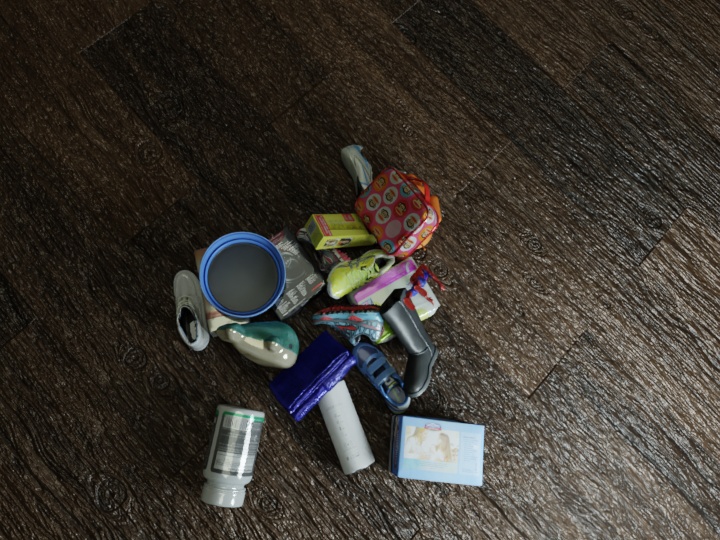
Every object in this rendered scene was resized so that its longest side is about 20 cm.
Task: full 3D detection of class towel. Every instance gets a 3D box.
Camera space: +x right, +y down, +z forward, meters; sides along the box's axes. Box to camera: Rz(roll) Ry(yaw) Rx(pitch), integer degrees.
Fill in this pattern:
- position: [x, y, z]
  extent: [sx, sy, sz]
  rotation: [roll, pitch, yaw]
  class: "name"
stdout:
- position: [-0.117, 0.238, 1.226]
  extent: [0.200, 0.050, 0.147]
  rotation: [-42, 41, -15]
  class: "towel"

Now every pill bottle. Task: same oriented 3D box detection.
- position: [-0.289, 0.412, 1.170]
  extent: [0.111, 0.113, 0.204]
  rotation: [11, 76, -3]
  class: "pill bottle"

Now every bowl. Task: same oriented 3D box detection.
- position: [-0.274, 0.012, 1.220]
  extent: [0.196, 0.039, 0.205]
  rotation: [3, 74, -11]
  class: "bowl"

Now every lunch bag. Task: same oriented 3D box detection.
- position: [0.093, -0.149, 1.254]
  extent: [0.176, 0.081, 0.201]
  rotation: [-45, 57, 20]
  class: "lunch bag"

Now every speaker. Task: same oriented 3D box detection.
- position: [-0.039, 0.365, 1.226]
  extent: [0.080, 0.081, 0.203]
  rotation: [-21, 79, -11]
  class: "speaker"

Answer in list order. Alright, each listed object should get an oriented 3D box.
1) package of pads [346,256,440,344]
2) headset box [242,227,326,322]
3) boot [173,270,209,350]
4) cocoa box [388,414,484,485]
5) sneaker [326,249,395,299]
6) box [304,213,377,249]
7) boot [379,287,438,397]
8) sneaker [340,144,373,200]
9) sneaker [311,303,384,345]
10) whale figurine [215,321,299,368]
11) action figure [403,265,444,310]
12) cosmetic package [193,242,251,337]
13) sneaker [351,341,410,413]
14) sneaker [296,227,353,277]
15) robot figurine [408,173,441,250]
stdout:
- position: [0.085, 0.080, 1.316]
  extent: [0.198, 0.068, 0.156]
  rotation: [-29, 81, -12]
  class: "package of pads"
- position: [-0.195, 0.005, 1.298]
  extent: [0.148, 0.077, 0.201]
  rotation: [-37, 82, -14]
  class: "headset box"
- position: [-0.407, 0.087, 1.244]
  extent: [0.072, 0.096, 0.203]
  rotation: [-17, 79, -10]
  class: "boot"
- position: [0.174, 0.414, 1.212]
  extent: [0.196, 0.131, 0.136]
  rotation: [8, 75, -5]
  class: "cocoa box"
- position: [0.000, 0.000, 1.257]
  extent: [0.199, 0.076, 0.076]
  rotation: [-35, 105, -30]
  class: "sneaker"
- position: [-0.038, -0.100, 1.299]
  extent: [0.197, 0.050, 0.076]
  rotation: [-6, 58, -40]
  class: "box"
- position: [0.104, 0.165, 1.209]
  extent: [0.202, 0.065, 0.166]
  rotation: [63, 34, -26]
  class: "boot"
- position: [0.011, -0.242, 1.387]
  extent: [0.071, 0.072, 0.203]
  rotation: [-19, 82, -19]
  class: "sneaker"
- position: [-0.035, 0.135, 1.254]
  extent: [0.197, 0.079, 0.098]
  rotation: [-3, 98, 33]
  class: "sneaker"
- position: [-0.231, 0.155, 1.210]
  extent: [0.198, 0.158, 0.106]
  rotation: [31, 64, -31]
  class: "whale figurine"
- position: [0.155, 0.049, 1.217]
  extent: [0.099, 0.200, 0.065]
  rotation: [40, 110, -5]
  class: "action figure"
- position: [-0.333, 0.048, 1.266]
  extent: [0.101, 0.087, 0.204]
  rotation: [-14, 78, -12]
  class: "cosmetic package"
- position: [0.055, 0.254, 1.264]
  extent: [0.074, 0.082, 0.201]
  rotation: [-39, 82, -11]
  class: "sneaker"
- position: [-0.086, -0.032, 1.318]
  extent: [0.199, 0.081, 0.075]
  rotation: [41, 77, 4]
  class: "sneaker"
- position: [0.126, -0.142, 1.352]
  extent: [0.141, 0.117, 0.204]
  rotation: [0, 75, -9]
  class: "robot figurine"
